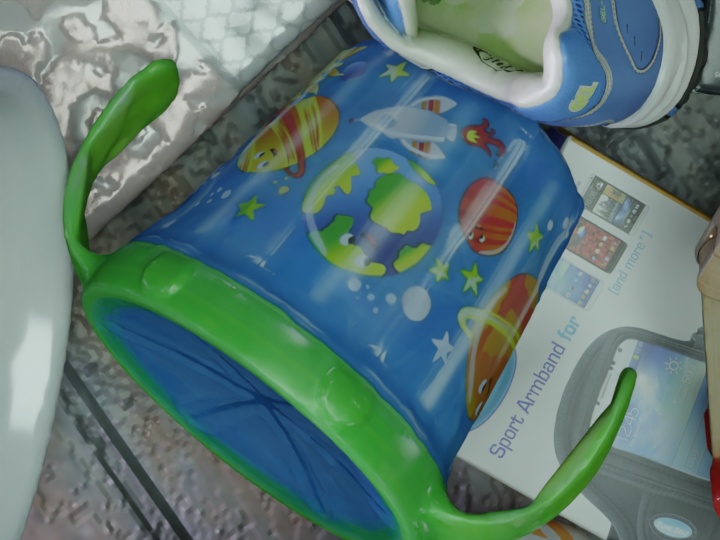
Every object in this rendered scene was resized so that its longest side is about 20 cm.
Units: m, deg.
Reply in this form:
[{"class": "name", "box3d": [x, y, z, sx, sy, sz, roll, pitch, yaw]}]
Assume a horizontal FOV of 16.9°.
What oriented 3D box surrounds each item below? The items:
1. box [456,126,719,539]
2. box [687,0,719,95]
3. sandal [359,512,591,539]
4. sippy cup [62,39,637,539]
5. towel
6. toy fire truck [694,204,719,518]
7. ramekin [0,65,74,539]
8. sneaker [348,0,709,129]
[{"class": "box", "box3d": [0.106, 0.038, 0.868, 0.199, 0.041, 0.120, 29, 96, -11]}, {"class": "box", "box3d": [0.161, -0.156, 0.797, 0.105, 0.122, 0.202, 6, 100, -5]}, {"class": "sandal", "box3d": [0.068, 0.130, 0.876, 0.205, 0.059, 0.080, 19, 115, -28]}, {"class": "sippy cup", "box3d": [0.000, 0.000, 0.786, 0.178, 0.139, 0.131, 44, 71, -21]}, {"class": "towel", "box3d": [-0.130, -0.109, 0.829, 0.191, 0.032, 0.200, -41, 99, 3]}, {"class": "toy fire truck", "box3d": [0.158, -0.001, 0.761, 0.140, 0.049, 0.201, -16, 123, 16]}, {"class": "ramekin", "box3d": [-0.167, 0.030, 0.745, 0.097, 0.200, 0.202, 10, 99, 11]}, {"class": "sneaker", "box3d": [0.017, -0.115, 0.750, 0.200, 0.077, 0.076, 38, 118, 20]}]
